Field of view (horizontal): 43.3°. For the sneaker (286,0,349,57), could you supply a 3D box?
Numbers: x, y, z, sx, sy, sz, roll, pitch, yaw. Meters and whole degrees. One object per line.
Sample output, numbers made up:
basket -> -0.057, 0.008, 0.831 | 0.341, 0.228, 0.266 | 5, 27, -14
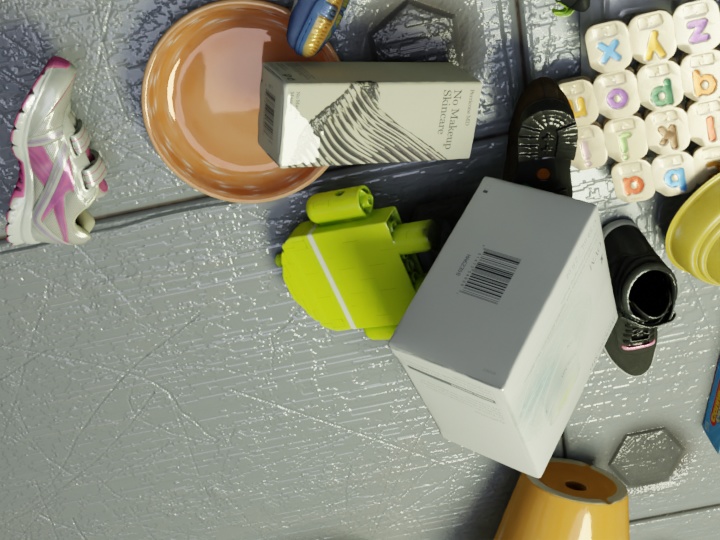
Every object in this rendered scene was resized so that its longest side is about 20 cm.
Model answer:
sneaker -> -0.040, -0.292, 0.795 | 0.088, 0.075, 0.201 | 18, 99, 0

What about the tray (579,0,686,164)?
tray -> 0.272, -0.199, 0.895 | 0.107, 0.022, 0.201 | -8, 118, 2

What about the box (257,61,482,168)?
box -> 0.008, -0.147, 0.842 | 0.199, 0.068, 0.083 | -7, 120, -23

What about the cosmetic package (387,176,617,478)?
cosmetic package -> 0.148, 0.058, 0.876 | 0.122, 0.200, 0.200 | 19, 156, 30

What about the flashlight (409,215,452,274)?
flashlight -> 0.101, 0.039, 0.984 | 0.068, 0.068, 0.201 | -24, 116, 8

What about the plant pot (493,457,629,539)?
plant pot -> 0.242, 0.336, 1.092 | 0.199, 0.200, 0.185 | 6, 102, -7

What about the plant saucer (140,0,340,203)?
plant saucer -> -0.110, -0.163, 0.879 | 0.198, 0.038, 0.202 | -2, 118, -4

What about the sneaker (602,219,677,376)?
sneaker -> 0.300, 0.054, 0.987 | 0.070, 0.099, 0.201 | -13, 119, 1

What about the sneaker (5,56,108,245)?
sneaker -> -0.285, -0.109, 0.877 | 0.088, 0.082, 0.201 | 11, 125, -11

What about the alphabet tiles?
alphabet tiles -> 0.292, -0.159, 0.874 | 0.199, 0.015, 0.197 | -10, 123, 21

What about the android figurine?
android figurine -> 0.000, 0.000, 0.932 | 0.199, 0.041, 0.183 | -8, 121, 33

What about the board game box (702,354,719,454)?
board game box -> 0.523, 0.120, 1.061 | 0.198, 0.056, 0.197 | 0, 118, -4

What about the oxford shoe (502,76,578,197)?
oxford shoe -> 0.177, -0.105, 0.911 | 0.072, 0.085, 0.201 | 5, 138, -2

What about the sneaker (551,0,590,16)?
sneaker -> 0.244, -0.311, 0.812 | 0.200, 0.072, 0.083 | -38, 118, 23

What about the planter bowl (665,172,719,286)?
planter bowl -> 0.421, -0.028, 0.919 | 0.199, 0.084, 0.201 | -8, 142, -6
